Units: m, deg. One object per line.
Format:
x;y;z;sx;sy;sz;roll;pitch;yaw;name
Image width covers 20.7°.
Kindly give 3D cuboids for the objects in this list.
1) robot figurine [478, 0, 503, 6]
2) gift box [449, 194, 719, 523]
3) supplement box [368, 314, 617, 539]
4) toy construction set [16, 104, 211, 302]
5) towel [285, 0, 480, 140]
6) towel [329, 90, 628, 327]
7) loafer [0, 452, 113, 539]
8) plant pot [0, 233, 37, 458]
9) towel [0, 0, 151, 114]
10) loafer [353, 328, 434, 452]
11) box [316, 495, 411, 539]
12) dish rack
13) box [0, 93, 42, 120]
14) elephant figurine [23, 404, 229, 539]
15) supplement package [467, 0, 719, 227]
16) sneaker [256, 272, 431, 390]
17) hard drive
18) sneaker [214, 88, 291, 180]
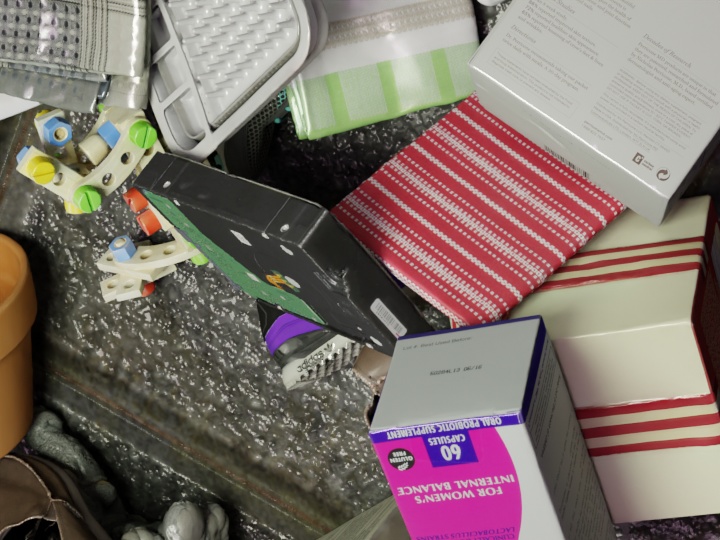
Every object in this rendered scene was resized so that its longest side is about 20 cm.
0.080;-0.265;1.313;0.200;0.113;0.170;-22;96;6;robot figurine
0.167;0.064;1.364;0.186;0.200;0.185;-9;115;20;gift box
0.090;0.143;1.260;0.101;0.103;0.200;-10;122;21;supplement box
-0.169;-0.051;1.477;0.092;0.131;0.200;45;164;37;toy construction set
0.003;-0.204;1.382;0.149;0.031;0.200;-15;96;-7;towel
0.093;-0.051;1.341;0.145;0.200;0.023;37;151;25;towel
-0.249;0.196;1.515;0.200;0.071;0.073;32;96;43;loafer
-0.345;0.075;1.565;0.200;0.200;0.140;2;122;21;plant pot
-0.233;-0.216;1.403;0.192;0.035;0.200;10;109;21;towel
0.034;0.111;1.437;0.073;0.071;0.200;39;157;45;loafer
-0.017;0.270;1.520;0.200;0.128;0.109;-34;93;27;box
-0.094;-0.184;1.359;0.200;0.043;0.172;-37;70;51;dish rack
-0.333;-0.202;1.521;0.176;0.097;0.200;-17;99;23;box
-0.210;0.224;1.597;0.200;0.155;0.142;13;144;28;elephant figurine
0.190;-0.158;1.262;0.152;0.151;0.200;35;89;8;supplement package
0.000;0.000;1.467;0.200;0.070;0.100;-34;77;20;sneaker
-0.055;-0.012;1.361;0.200;0.038;0.140;19;158;48;hard drive
-0.050;-0.149;1.440;0.091;0.078;0.200;21;114;10;sneaker
